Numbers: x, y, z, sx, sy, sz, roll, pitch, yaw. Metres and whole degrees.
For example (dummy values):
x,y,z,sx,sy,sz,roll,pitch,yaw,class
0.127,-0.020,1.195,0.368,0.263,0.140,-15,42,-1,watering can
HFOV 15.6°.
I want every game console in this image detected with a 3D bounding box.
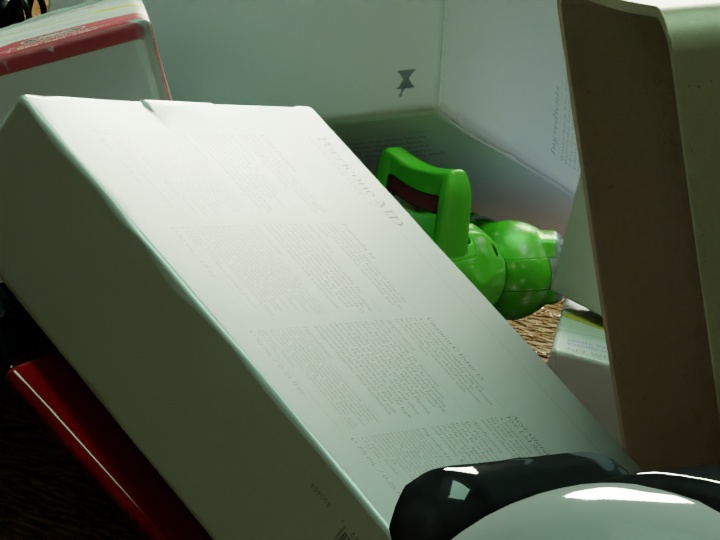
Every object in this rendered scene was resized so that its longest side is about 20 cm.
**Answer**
x,y,z,sx,sy,sz,roll,pitch,yaw,class
-0.080,0.060,0.857,0.171,0.120,0.200,-17,-3,25,game console

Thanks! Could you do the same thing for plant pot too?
x,y,z,sx,sy,sz,roll,pitch,yaw,class
0.176,-0.004,0.842,0.176,0.201,0.200,-10,9,-4,plant pot

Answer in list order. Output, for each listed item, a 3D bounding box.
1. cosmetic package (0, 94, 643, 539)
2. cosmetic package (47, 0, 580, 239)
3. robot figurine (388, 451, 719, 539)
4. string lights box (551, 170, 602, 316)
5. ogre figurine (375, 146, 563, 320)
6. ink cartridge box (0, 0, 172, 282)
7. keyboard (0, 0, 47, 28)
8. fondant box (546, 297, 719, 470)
x,y,z,sx,sy,sz,roll,pitch,yaw,class
-0.009,0.031,0.790,0.200,0.052,0.150,48,28,23,cosmetic package
-0.005,-0.090,1.173,0.198,0.124,0.200,-4,-14,28,cosmetic package
0.085,0.103,0.553,0.150,0.126,0.199,-1,-1,41,robot figurine
0.183,-0.022,1.062,0.199,0.103,0.059,7,12,-33,string lights box
0.000,0.000,1.061,0.199,0.099,0.120,19,-8,-38,ogre figurine
-0.137,-0.042,0.972,0.144,0.084,0.200,-16,10,-2,ink cartridge box
-0.171,-0.084,1.106,0.040,0.104,0.200,49,-24,12,keyboard
0.143,0.056,1.046,0.143,0.059,0.200,14,9,5,fondant box
